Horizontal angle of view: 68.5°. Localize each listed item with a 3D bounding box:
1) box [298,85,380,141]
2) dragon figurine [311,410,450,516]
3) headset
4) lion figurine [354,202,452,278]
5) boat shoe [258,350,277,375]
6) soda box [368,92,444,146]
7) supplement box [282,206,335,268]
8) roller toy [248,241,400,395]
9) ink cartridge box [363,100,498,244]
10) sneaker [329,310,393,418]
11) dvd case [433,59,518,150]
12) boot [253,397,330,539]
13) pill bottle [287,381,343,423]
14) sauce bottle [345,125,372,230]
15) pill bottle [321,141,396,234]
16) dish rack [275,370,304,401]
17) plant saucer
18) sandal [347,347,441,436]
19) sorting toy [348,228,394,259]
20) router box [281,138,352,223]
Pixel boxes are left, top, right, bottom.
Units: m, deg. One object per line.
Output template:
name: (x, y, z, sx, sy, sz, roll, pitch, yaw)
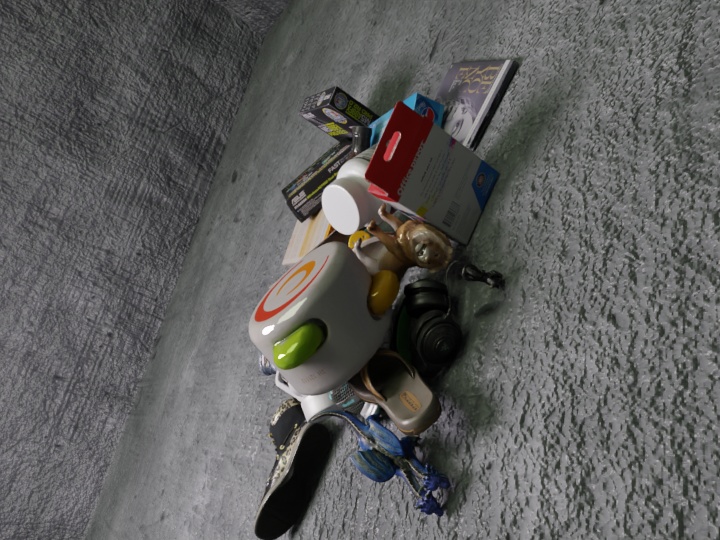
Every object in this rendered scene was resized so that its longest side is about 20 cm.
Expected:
box: (-0.038, -0.340, 1.196, 0.198, 0.157, 0.046, 20, 84, 62)
dragon figurine: (0.025, 0.220, 0.652, 0.060, 0.196, 0.099, -59, -10, -1)
headset: (0.109, 0.066, 0.721, 0.203, 0.090, 0.127, 118, 151, -41)
lion figurine: (0.047, -0.013, 0.781, 0.073, 0.121, 0.201, -54, 3, -38)
boat shoe: (-0.181, 0.128, 1.173, 0.090, 0.069, 0.208, -24, 50, 46)
soda box: (0.076, -0.260, 1.000, 0.198, 0.062, 0.071, -6, 71, 66)
supplement box: (-0.085, -0.063, 1.150, 0.197, 0.072, 0.131, -3, 64, 59)
roller toy: (-0.050, 0.067, 0.733, 0.201, 0.141, 0.180, -48, 20, -22)
ink cartridge box: (0.090, -0.135, 0.751, 0.120, 0.196, 0.067, -63, 28, 0)
sneaker: (0.001, 0.119, 0.808, 0.078, 0.087, 0.207, 98, -178, -62)
dvd case: (0.176, -0.292, 0.921, 0.153, 0.016, 0.200, -62, 27, 7)
boot: (-0.132, 0.336, 0.922, 0.209, 0.072, 0.153, -63, 24, -2)
pill bottle: (-0.082, 0.136, 0.876, 0.109, 0.107, 0.206, -41, 63, 37)
sauce bottle: (-0.003, -0.172, 1.029, 0.064, 0.062, 0.209, -152, 65, -63)
pill bottle: (0.027, -0.143, 0.874, 0.199, 0.113, 0.109, -39, 9, -38)
dish rack: (-0.093, 0.158, 1.022, 0.198, 0.042, 0.178, 1, 71, 61)
plant saucer: (-0.079, -0.022, 0.946, 0.198, 0.035, 0.200, -40, 4, 4)
sandal: (0.032, 0.141, 0.682, 0.081, 0.055, 0.199, -39, 25, -9)
sorting toy: (0.000, 0.000, 0.951, 0.205, 0.104, 0.180, -61, 8, 8)
router box: (-0.083, -0.205, 1.180, 0.198, 0.063, 0.150, -40, 20, 1)
